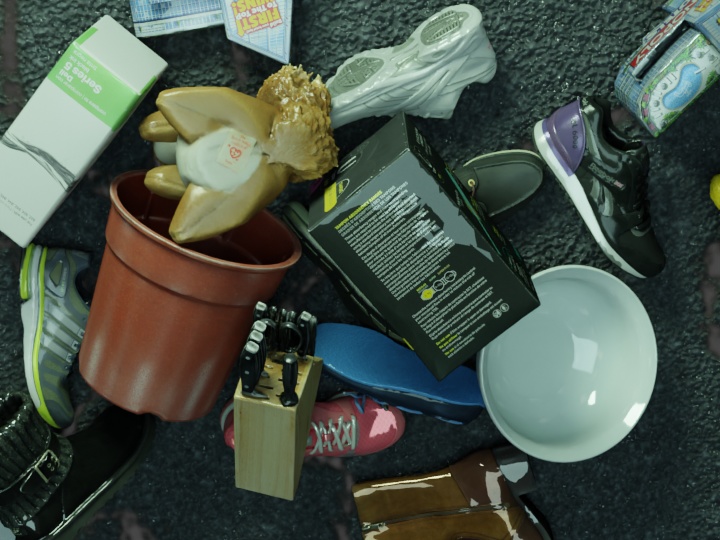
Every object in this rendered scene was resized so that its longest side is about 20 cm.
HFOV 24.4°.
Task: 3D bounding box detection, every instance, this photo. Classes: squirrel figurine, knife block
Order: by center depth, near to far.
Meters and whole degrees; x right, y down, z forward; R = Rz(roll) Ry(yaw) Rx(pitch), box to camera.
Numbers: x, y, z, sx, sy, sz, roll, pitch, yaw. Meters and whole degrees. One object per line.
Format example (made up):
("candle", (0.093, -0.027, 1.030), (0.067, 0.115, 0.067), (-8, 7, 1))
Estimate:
("knife block", (-0.088, 0.131, 1.616), (0.064, 0.176, 0.201), (13, 94, 8))
("squirrel figurine", (-0.118, -0.122, 1.631), (0.199, 0.187, 0.142), (-14, 99, -10))

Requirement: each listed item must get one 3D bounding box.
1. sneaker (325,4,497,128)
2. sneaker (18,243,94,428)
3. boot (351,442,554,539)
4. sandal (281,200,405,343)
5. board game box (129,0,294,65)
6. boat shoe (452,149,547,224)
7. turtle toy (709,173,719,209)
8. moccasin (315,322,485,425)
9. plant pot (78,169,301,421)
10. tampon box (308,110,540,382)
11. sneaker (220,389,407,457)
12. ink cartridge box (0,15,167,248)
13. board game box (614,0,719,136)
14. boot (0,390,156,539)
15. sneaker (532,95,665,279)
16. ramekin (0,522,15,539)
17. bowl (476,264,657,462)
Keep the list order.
("sneaker", (0.049, -0.180, 1.673), (0.199, 0.078, 0.100), (-24, 126, 17))
("sneaker", (-0.309, 0.069, 1.735), (0.080, 0.074, 0.201), (-3, 105, -3))
("boot", (0.105, 0.294, 1.787), (0.199, 0.069, 0.189), (-17, 103, 5))
("sandal", (0.000, -0.001, 1.715), (0.057, 0.080, 0.201), (-43, 103, -16))
("board game box", (-0.138, -0.296, 1.651), (0.199, 0.062, 0.201), (-10, 102, 3))
("boat shoe", (0.098, -0.066, 1.706), (0.200, 0.063, 0.074), (-19, 100, 3))
("turtle toy", (0.438, -0.033, 1.683), (0.145, 0.101, 0.201), (-12, 87, 11))
("moccasin", (0.031, 0.120, 1.728), (0.199, 0.081, 0.068), (22, 141, 6))
("plant pot", (-0.186, 0.031, 1.672), (0.200, 0.201, 0.196), (21, 111, -5))
("tampon box", (0.057, -0.025, 1.607), (0.126, 0.150, 0.200), (-38, 105, 11))
("sneaker", (-0.050, 0.174, 1.748), (0.199, 0.087, 0.074), (-1, 104, 0))
("ink cartridge box", (-0.290, -0.138, 1.634), (0.084, 0.146, 0.200), (38, 107, -9))
("board game box", (0.327, -0.224, 1.587), (0.062, 0.200, 0.200), (44, 99, -9))
("boot", (-0.309, 0.171, 1.688), (0.079, 0.211, 0.158), (-1, 129, 42))
("sneaker", (0.262, -0.083, 1.679), (0.087, 0.076, 0.200), (-31, 103, 31))
("ramekin", (-0.413, 0.245, 1.763), (0.201, 0.094, 0.204), (0, 104, 0))
("bowl", (0.197, 0.091, 1.712), (0.200, 0.090, 0.202), (-2, 95, -20))
